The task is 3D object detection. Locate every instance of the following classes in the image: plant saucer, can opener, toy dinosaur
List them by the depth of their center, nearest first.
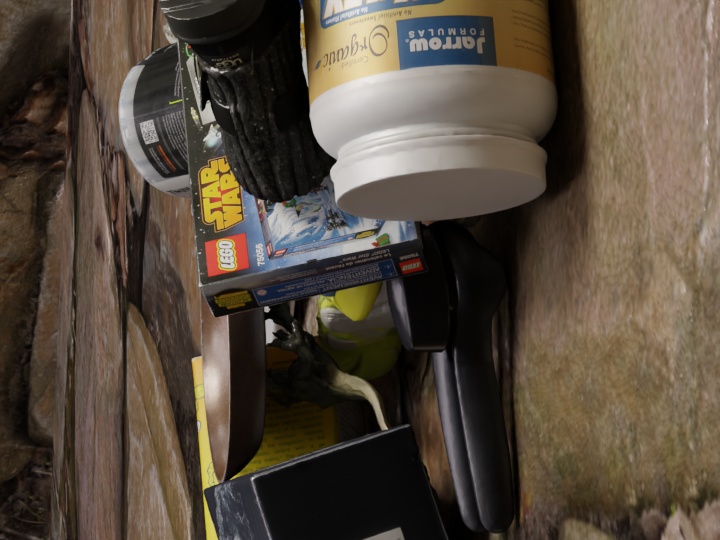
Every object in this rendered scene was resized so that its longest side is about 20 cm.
[{"bbox_3d":[0.062,0.066,1.629,0.063,0.078,0.201,-163,61,-76],"label":"can opener"},{"bbox_3d":[-0.035,0.068,1.835,0.088,0.047,0.200,55,163,-18],"label":"toy dinosaur"},{"bbox_3d":[-0.090,0.051,1.854,0.200,0.032,0.201,179,90,-82],"label":"plant saucer"}]

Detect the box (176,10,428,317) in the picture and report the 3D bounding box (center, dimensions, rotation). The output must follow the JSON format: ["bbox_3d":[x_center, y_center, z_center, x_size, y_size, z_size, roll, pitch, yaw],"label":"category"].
[{"bbox_3d":[-0.038,-0.074,1.622,0.040,0.137,0.200,70,-170,-54],"label":"box"}]

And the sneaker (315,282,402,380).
[{"bbox_3d":[0.000,0.000,1.855,0.200,0.076,0.105,114,152,-64],"label":"sneaker"}]

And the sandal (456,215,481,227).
[{"bbox_3d":[0.054,-0.118,1.642,0.080,0.057,0.201,114,151,-63],"label":"sandal"}]

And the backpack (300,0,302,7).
[{"bbox_3d":[-0.072,-0.258,2.045,0.200,0.153,0.163,85,168,-49],"label":"backpack"}]

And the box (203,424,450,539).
[{"bbox_3d":[-0.009,0.217,1.737,0.200,0.117,0.197,149,104,-76],"label":"box"}]

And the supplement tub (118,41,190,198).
[{"bbox_3d":[-0.082,-0.128,1.974,0.200,0.122,0.123,-11,80,49],"label":"supplement tub"}]

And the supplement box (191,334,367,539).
[{"bbox_3d":[-0.054,0.164,1.962,0.109,0.109,0.201,50,-148,-67],"label":"supplement box"}]

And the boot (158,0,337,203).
[{"bbox_3d":[-0.064,-0.160,1.569,0.158,0.079,0.211,63,-154,-44],"label":"boot"}]

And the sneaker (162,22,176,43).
[{"bbox_3d":[-0.110,-0.165,2.355,0.200,0.069,0.100,46,157,58],"label":"sneaker"}]

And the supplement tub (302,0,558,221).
[{"bbox_3d":[0.039,-0.140,1.512,0.145,0.144,0.201,133,134,-72],"label":"supplement tub"}]

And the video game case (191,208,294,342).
[{"bbox_3d":[-0.104,-0.032,2.289,0.182,0.023,0.200,98,152,-54],"label":"video game case"}]

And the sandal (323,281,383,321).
[{"bbox_3d":[-0.030,-0.022,1.699,0.200,0.087,0.080,-157,89,-82],"label":"sandal"}]
